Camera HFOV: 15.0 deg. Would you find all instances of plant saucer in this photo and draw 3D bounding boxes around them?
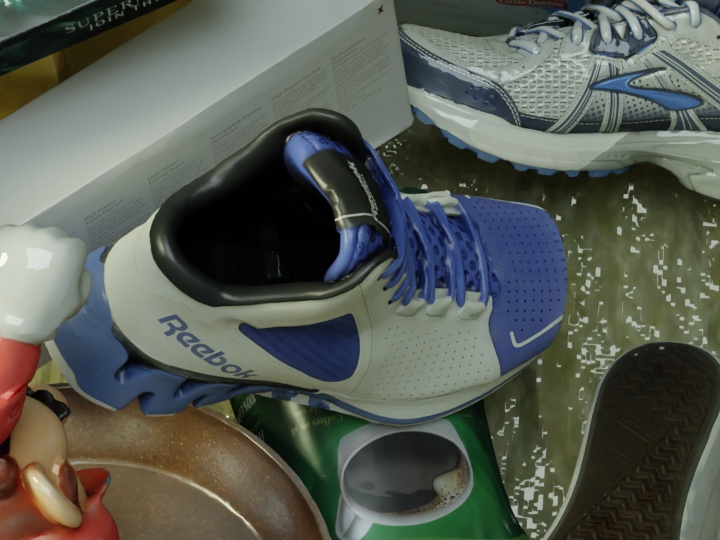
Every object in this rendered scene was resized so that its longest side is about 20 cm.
[{"bbox_3d":[-0.106,0.128,0.970,0.200,0.035,0.201,-1,50,1],"label":"plant saucer"}]

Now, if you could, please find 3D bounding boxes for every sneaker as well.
[{"bbox_3d":[0.106,-0.084,1.080,0.199,0.077,0.085,8,113,-13],"label":"sneaker"},{"bbox_3d":[-0.001,0.000,0.952,0.199,0.115,0.081,-3,68,-30],"label":"sneaker"},{"bbox_3d":[0.092,0.126,0.973,0.073,0.085,0.200,14,54,23],"label":"sneaker"}]

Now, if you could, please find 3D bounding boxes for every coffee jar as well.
[{"bbox_3d":[0.005,0.074,1.044,0.104,0.085,0.201,-8,69,-14],"label":"coffee jar"}]

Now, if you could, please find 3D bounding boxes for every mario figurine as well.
[{"bbox_3d":[-0.140,0.031,0.914,0.106,0.200,0.123,-36,30,-14],"label":"mario figurine"}]

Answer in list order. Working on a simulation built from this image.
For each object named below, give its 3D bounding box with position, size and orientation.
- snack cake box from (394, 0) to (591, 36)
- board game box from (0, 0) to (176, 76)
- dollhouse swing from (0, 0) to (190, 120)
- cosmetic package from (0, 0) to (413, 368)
[{"bbox_3d":[0.055,-0.202,1.155,0.115,0.067,0.201,9,70,4],"label":"snack cake box"},{"bbox_3d":[-0.154,-0.124,0.938,0.200,0.028,0.136,-25,70,-8],"label":"board game box"},{"bbox_3d":[-0.147,-0.130,1.063,0.181,0.200,0.176,5,69,3],"label":"dollhouse swing"},{"bbox_3d":[-0.077,-0.041,1.001,0.200,0.083,0.051,-33,59,-16],"label":"cosmetic package"}]
